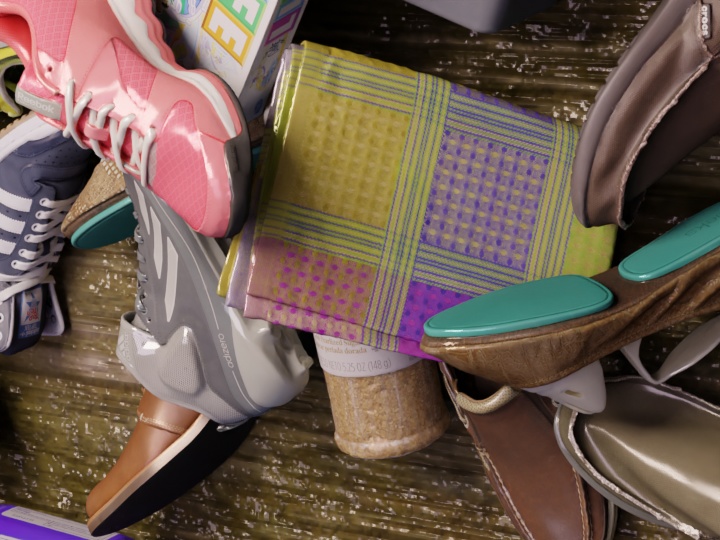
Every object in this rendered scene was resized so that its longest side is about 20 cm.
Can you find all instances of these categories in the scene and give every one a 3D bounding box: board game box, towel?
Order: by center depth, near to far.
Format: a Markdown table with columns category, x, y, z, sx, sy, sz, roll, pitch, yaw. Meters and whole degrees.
| category | x | y | z | sx | sy | sz | roll | pitch | yaw |
| --- | --- | --- | --- | --- | --- | --- | --- | --- | --- |
| board game box | -0.079 | -0.183 | 0.974 | 0.134 | 0.034 | 0.201 | 42 | 138 | 14 |
| towel | 0.036 | -0.026 | 0.978 | 0.198 | 0.023 | 0.145 | 14 | 81 | -13 |

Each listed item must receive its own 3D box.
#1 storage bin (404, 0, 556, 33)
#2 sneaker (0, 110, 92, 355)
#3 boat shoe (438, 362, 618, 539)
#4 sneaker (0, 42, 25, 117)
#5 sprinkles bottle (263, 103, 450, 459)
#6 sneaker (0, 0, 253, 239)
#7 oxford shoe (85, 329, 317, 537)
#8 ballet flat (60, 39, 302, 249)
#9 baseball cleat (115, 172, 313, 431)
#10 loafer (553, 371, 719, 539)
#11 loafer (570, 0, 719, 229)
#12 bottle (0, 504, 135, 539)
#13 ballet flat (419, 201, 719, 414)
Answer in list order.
| category | x | y | z | sx | sy | sz | roll | pitch | yaw |
| --- | --- | --- | --- | --- | --- | --- | --- | --- | --- |
| storage bin | 0.031 | -0.212 | 0.979 | 0.199 | 0.145 | 0.135 | 25 | 120 | 23 |
| sneaker | -0.202 | -0.020 | 1.173 | 0.200 | 0.070 | 0.109 | -36 | 79 | 34 |
| boat shoe | 0.076 | 0.070 | 1.030 | 0.074 | 0.075 | 0.204 | -22 | 88 | 30 |
| sneaker | -0.228 | -0.117 | 1.133 | 0.077 | 0.075 | 0.200 | 49 | 153 | -1 |
| sprinkles bottle | 0.000 | 0.000 | 1.043 | 0.068 | 0.068 | 0.202 | -2 | 110 | 29 |
| sneaker | -0.126 | -0.081 | 0.961 | 0.200 | 0.086 | 0.074 | 52 | 144 | 32 |
| oxford shoe | -0.104 | 0.079 | 1.141 | 0.071 | 0.071 | 0.200 | 47 | 106 | 19 |
| ballet flat | -0.097 | -0.076 | 1.112 | 0.199 | 0.070 | 0.066 | -23 | 78 | 22 |
| baseball cleat | -0.109 | -0.004 | 1.053 | 0.106 | 0.070 | 0.201 | -28 | 91 | 21 |
| loafer | 0.190 | 0.105 | 0.965 | 0.199 | 0.070 | 0.076 | 25 | 78 | 17 |
| loafer | 0.171 | -0.100 | 0.938 | 0.071 | 0.073 | 0.201 | 33 | 104 | 15 |
| bottle | -0.164 | 0.205 | 1.194 | 0.199 | 0.065 | 0.084 | 9 | 104 | 27 |
| ballet flat | 0.129 | 0.028 | 0.957 | 0.068 | 0.199 | 0.073 | -145 | 36 | -66 |
